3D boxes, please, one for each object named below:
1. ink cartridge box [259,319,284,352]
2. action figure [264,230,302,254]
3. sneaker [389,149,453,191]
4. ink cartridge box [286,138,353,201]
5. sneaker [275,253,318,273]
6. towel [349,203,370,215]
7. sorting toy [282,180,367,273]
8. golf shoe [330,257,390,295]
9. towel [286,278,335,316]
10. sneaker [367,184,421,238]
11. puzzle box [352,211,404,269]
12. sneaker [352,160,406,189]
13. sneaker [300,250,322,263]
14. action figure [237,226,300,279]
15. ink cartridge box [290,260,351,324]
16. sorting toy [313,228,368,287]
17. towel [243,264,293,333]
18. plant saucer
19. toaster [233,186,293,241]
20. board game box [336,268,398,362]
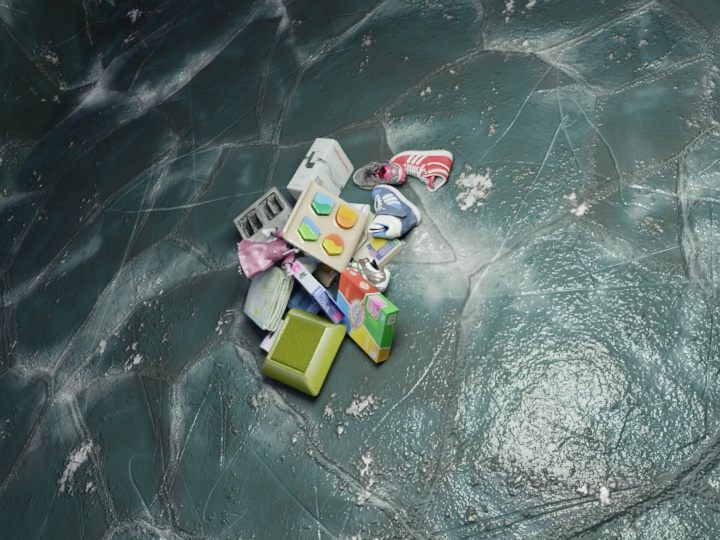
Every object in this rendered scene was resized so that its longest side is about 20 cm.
[{"bbox_3d":[-0.180,0.212,1.592,0.198,0.039,0.100,25,75,36],"label":"ink cartridge box"},{"bbox_3d":[-0.214,-0.074,1.656,0.196,0.055,0.119,-18,46,-4],"label":"action figure"},{"bbox_3d":[0.169,-0.289,1.702,0.196,0.072,0.114,-2,56,25],"label":"sneaker"},{"bbox_3d":[-0.122,-0.289,1.814,0.082,0.147,0.202,15,67,36],"label":"ink cartridge box"},{"bbox_3d":[-0.205,-0.037,1.702,0.198,0.077,0.080,29,59,33],"label":"sneaker"},{"bbox_3d":[-0.071,-0.133,1.687,0.197,0.024,0.149,10,71,38],"label":"towel"},{"bbox_3d":[-0.088,-0.118,1.537,0.036,0.198,0.188,-28,34,60],"label":"sorting toy"},{"bbox_3d":[0.000,0.000,1.585,0.198,0.078,0.096,31,88,29],"label":"golf shoe"},{"bbox_3d":[-0.167,0.069,1.671,0.199,0.049,0.112,32,78,39],"label":"towel"},{"bbox_3d":[0.060,-0.164,1.644,0.145,0.082,0.199,-28,49,-30],"label":"sneaker"},{"bbox_3d":[0.022,-0.083,1.680,0.133,0.025,0.200,-40,50,0],"label":"puzzle box"},{"bbox_3d":[0.045,-0.292,1.738,0.198,0.074,0.083,-2,90,49],"label":"sneaker"},{"bbox_3d":[-0.094,-0.105,1.621,0.077,0.090,0.202,5,55,43],"label":"sneaker"},{"bbox_3d":[-0.229,-0.044,1.561,0.196,0.149,0.137,-15,92,5],"label":"action figure"},{"bbox_3d":[-0.109,0.064,1.520,0.042,0.120,0.199,-42,43,-8],"label":"ink cartridge box"},{"bbox_3d":[-0.089,-0.077,1.703,0.201,0.036,0.185,-53,49,5],"label":"sorting toy"},{"bbox_3d":[-0.266,0.068,1.663,0.199,0.048,0.174,27,98,54],"label":"towel"},{"bbox_3d":[-0.159,0.201,1.530,0.197,0.048,0.203,14,70,33],"label":"plant saucer"},{"bbox_3d":[-0.283,-0.137,1.823,0.180,0.119,0.201,-38,50,2],"label":"toaster"},{"bbox_3d":[0.010,0.113,1.486,0.040,0.156,0.200,-13,37,-35],"label":"board game box"}]
